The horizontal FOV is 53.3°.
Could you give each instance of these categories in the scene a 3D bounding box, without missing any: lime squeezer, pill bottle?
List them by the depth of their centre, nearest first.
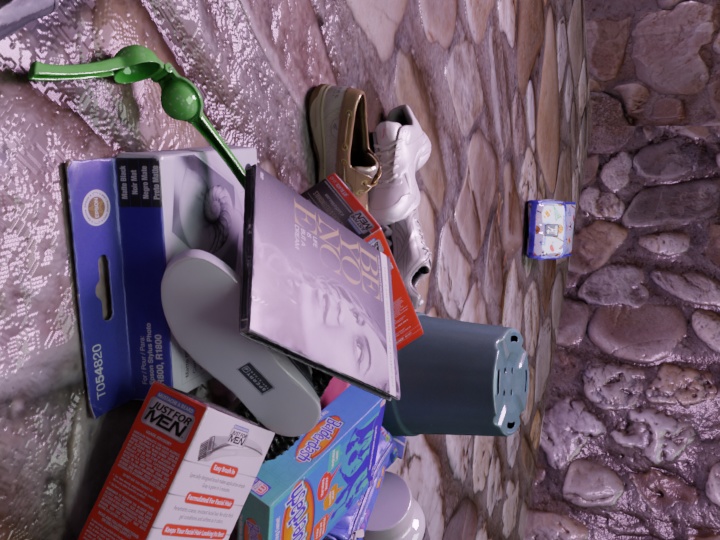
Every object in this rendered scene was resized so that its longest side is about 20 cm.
[{"bbox_3d":[-0.148,-0.128,0.542,0.199,0.038,0.071,28,35,-48],"label":"lime squeezer"},{"bbox_3d":[0.041,0.383,1.017,0.117,0.115,0.201,-60,146,-44],"label":"pill bottle"}]

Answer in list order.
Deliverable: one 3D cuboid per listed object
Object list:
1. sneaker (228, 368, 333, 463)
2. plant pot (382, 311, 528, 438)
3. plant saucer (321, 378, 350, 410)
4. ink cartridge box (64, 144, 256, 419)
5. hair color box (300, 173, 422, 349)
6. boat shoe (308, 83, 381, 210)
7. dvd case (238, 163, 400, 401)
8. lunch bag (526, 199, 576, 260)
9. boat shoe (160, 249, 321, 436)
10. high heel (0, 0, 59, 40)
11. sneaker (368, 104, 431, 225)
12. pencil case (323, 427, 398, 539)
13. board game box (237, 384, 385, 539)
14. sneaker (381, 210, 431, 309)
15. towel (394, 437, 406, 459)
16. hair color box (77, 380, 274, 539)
[{"bbox_3d":[-0.070,0.100,0.717,0.201,0.070,0.093,-56,-167,9],"label":"sneaker"},{"bbox_3d":[0.128,0.153,1.036,0.200,0.194,0.203,-1,91,-58],"label":"plant pot"},{"bbox_3d":[-0.055,0.120,0.829,0.200,0.050,0.203,5,90,-66],"label":"plant saucer"},{"bbox_3d":[-0.149,0.000,0.602,0.200,0.040,0.202,-28,120,-62],"label":"ink cartridge box"},{"bbox_3d":[0.000,0.000,0.827,0.064,0.111,0.201,-33,140,-5],"label":"hair color box"},{"bbox_3d":[-0.011,-0.123,0.861,0.074,0.066,0.201,-57,144,-46],"label":"boat shoe"},{"bbox_3d":[-0.028,0.017,0.621,0.200,0.016,0.150,33,45,-46],"label":"dvd case"},{"bbox_3d":[0.542,-0.120,2.073,0.199,0.123,0.172,-5,99,-52],"label":"lunch bag"},{"bbox_3d":[-0.094,0.053,0.602,0.201,0.071,0.068,55,13,-31],"label":"boat shoe"},{"bbox_3d":[-0.221,-0.201,0.352,0.143,0.071,0.201,-66,159,-50],"label":"high heel"},{"bbox_3d":[0.040,-0.149,0.982,0.100,0.077,0.201,61,31,-42],"label":"sneaker"},{"bbox_3d":[-0.013,0.283,0.914,0.078,0.086,0.200,59,37,-22],"label":"pencil case"},{"bbox_3d":[-0.051,0.232,0.778,0.200,0.045,0.153,-35,142,-45],"label":"board game box"},{"bbox_3d":[0.070,-0.034,1.050,0.075,0.080,0.202,36,60,-61],"label":"sneaker"},{"bbox_3d":[0.051,0.188,1.128,0.145,0.024,0.202,45,52,-57],"label":"towel"},{"bbox_3d":[-0.154,0.200,0.559,0.201,0.063,0.111,-65,152,-12],"label":"hair color box"}]
